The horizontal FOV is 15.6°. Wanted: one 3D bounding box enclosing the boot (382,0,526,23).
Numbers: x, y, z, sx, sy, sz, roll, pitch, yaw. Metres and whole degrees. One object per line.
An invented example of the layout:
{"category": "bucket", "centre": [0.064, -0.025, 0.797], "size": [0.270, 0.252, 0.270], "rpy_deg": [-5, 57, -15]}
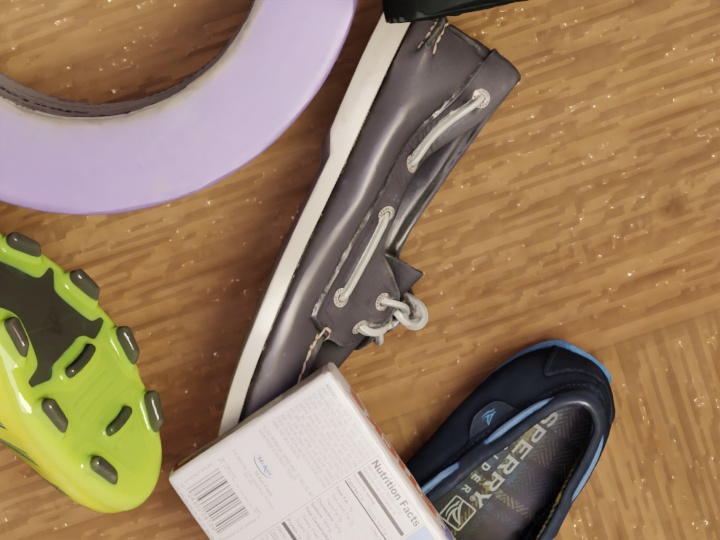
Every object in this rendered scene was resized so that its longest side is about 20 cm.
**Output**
{"category": "boot", "centre": [0.029, -0.176, 0.901], "size": [0.076, 0.200, 0.169], "rpy_deg": [-12, 100, 5]}

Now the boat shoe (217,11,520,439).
{"category": "boat shoe", "centre": [0.000, 0.000, 0.985], "size": [0.063, 0.073, 0.201], "rpy_deg": [22, 91, -2]}

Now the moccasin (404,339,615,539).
{"category": "moccasin", "centre": [0.024, 0.112, 1.000], "size": [0.080, 0.068, 0.200], "rpy_deg": [29, 98, -7]}

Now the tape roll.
{"category": "tape roll", "centre": [-0.098, -0.124, 0.959], "size": [0.199, 0.085, 0.201], "rpy_deg": [0, 98, -2]}

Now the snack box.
{"category": "snack box", "centre": [0.016, 0.135, 0.957], "size": [0.072, 0.024, 0.200], "rpy_deg": [-34, 97, 4]}

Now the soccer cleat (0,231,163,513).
{"category": "soccer cleat", "centre": [-0.153, 0.016, 0.940], "size": [0.200, 0.065, 0.084], "rpy_deg": [44, 133, -18]}
